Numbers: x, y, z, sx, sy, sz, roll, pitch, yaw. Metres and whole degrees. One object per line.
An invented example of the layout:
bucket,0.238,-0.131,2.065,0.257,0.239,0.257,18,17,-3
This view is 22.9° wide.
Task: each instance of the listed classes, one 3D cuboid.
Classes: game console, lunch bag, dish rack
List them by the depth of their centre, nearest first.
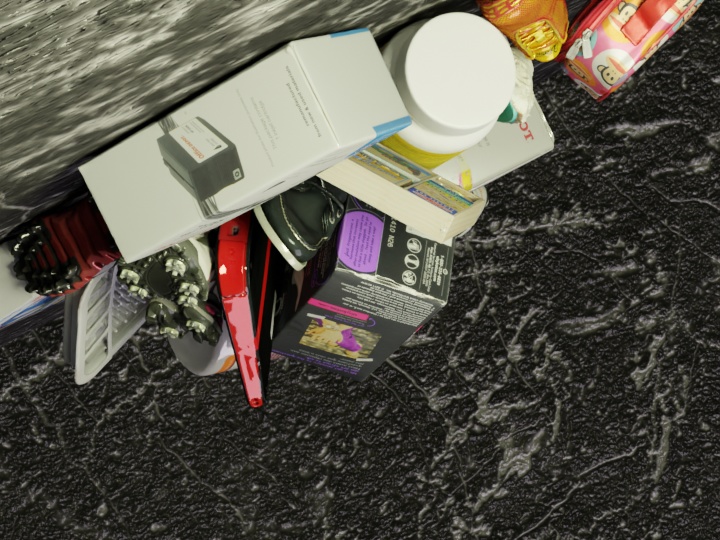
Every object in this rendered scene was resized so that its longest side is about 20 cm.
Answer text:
game console,-0.095,-0.011,1.540,0.031,0.178,0.201,0,-134,4
lunch bag,0.265,-0.247,1.606,0.200,0.082,0.176,-47,-178,0
dish rack,-0.215,-0.004,1.662,0.200,0.043,0.172,-48,163,-34

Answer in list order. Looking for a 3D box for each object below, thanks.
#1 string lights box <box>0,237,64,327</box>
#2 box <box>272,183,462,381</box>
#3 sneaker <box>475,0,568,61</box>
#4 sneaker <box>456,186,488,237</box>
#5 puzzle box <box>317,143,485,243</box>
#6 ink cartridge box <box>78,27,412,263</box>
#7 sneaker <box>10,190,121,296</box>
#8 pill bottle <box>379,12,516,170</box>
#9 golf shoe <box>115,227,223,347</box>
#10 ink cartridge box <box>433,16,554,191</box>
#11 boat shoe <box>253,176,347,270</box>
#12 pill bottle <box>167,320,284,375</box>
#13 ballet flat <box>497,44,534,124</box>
string lights box,-0.300,-0.001,1.680,0.102,0.059,0.200,-30,180,27
box,0.000,0.000,1.583,0.105,0.123,0.200,18,153,-15
sneaker,0.148,-0.216,1.493,0.072,0.078,0.200,-26,180,17
sneaker,0.054,-0.038,1.871,0.199,0.074,0.080,-26,-178,27
puzzle box,-0.001,-0.086,1.436,0.026,0.199,0.133,-63,171,14
ink cartridge box,-0.083,-0.093,1.307,0.199,0.084,0.145,-26,-179,26
sneaker,-0.218,-0.034,1.516,0.200,0.071,0.098,-28,177,42
pill bottle,0.056,-0.148,1.512,0.113,0.115,0.200,-26,-179,-15
golf shoe,-0.149,-0.009,1.466,0.076,0.089,0.200,13,161,6
ink cartridge box,0.065,-0.136,1.720,0.198,0.149,0.086,-26,-179,-14
boat shoe,-0.042,-0.061,1.458,0.066,0.075,0.200,-33,-169,11
pill bottle,-0.082,0.027,1.722,0.198,0.115,0.114,-12,172,-34
ballet flat,0.115,-0.184,1.594,0.071,0.072,0.200,-26,-154,-14
